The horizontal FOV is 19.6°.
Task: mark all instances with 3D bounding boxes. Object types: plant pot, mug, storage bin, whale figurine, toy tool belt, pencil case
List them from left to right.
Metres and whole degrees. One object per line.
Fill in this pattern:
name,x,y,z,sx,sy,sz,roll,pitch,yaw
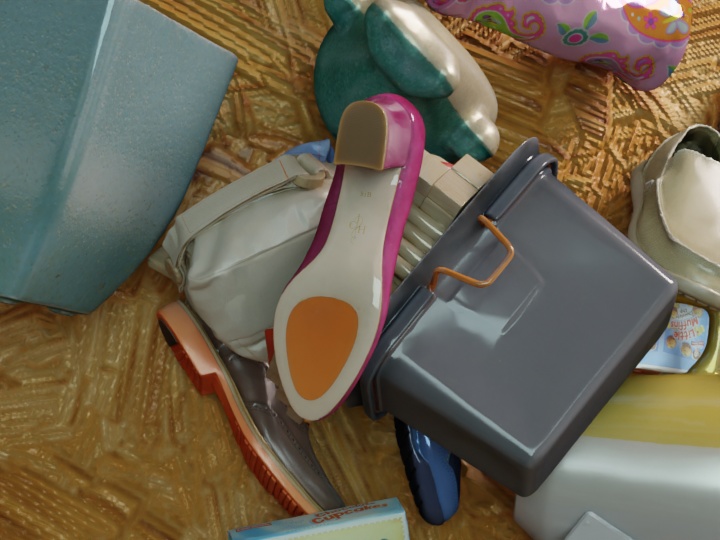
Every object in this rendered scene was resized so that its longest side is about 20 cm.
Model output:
plant pot,-0.223,-0.081,1.352,0.196,0.196,0.200,14,89,19
toy tool belt,-0.039,-0.034,1.390,0.200,0.123,0.125,-29,122,-12
whale figurine,0.022,-0.124,1.393,0.104,0.200,0.159,-42,89,0
storage bin,0.103,0.035,1.319,0.134,0.146,0.200,36,74,15
pencil case,0.133,-0.190,1.438,0.200,0.087,0.087,16,78,-29
mug,0.185,0.120,1.406,0.153,0.149,0.187,6,57,5

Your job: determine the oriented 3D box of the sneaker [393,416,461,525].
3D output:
sneaker,0.064,0.074,1.425,0.082,0.074,0.200,1,81,-7

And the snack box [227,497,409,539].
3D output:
snack box,-0.014,0.259,1.374,0.116,0.037,0.200,-10,100,-7

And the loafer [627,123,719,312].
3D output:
loafer,0.223,-0.042,1.400,0.076,0.200,0.068,23,116,-14

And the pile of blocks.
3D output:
pile of blocks,0.000,0.000,1.325,0.062,0.082,0.200,38,80,9

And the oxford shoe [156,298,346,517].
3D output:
oxford shoe,-0.056,0.092,1.413,0.073,0.071,0.200,-32,84,-14

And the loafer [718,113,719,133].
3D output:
loafer,0.285,-0.061,1.461,0.072,0.063,0.200,4,71,-9

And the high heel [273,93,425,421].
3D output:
high heel,-0.003,-0.009,1.271,0.067,0.096,0.200,8,95,16

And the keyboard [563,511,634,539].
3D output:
keyboard,0.116,0.245,1.377,0.056,0.011,0.200,36,112,3

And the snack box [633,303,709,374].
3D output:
snack box,0.261,0.045,1.472,0.200,0.024,0.072,8,79,-4
